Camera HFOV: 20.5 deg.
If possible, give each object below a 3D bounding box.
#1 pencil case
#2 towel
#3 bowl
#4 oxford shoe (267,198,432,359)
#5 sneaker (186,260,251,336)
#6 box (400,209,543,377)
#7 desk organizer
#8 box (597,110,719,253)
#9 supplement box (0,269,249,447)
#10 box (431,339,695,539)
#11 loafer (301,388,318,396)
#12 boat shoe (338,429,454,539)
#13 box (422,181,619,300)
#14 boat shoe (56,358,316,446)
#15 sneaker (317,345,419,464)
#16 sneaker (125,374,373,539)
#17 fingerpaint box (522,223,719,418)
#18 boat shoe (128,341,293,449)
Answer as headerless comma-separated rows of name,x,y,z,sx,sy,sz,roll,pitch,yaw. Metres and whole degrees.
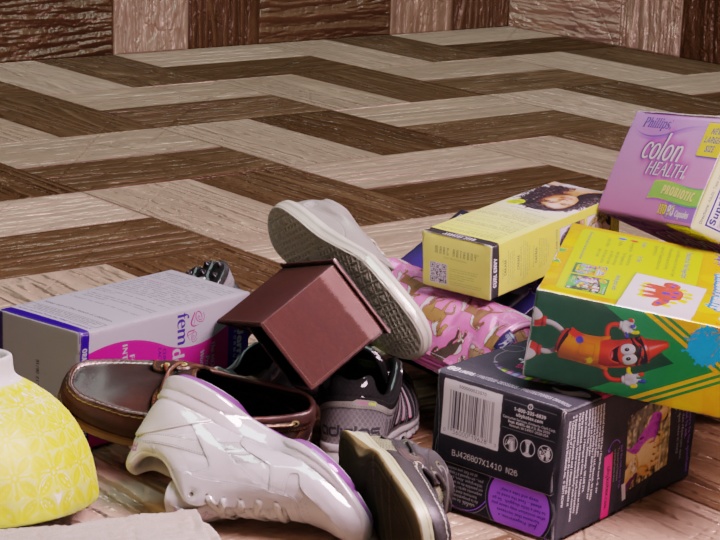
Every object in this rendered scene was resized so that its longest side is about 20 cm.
pencil case,0.072,0.052,1.668,0.086,0.083,0.200,20,4,-43
towel,-0.183,0.201,1.315,0.199,0.035,0.133,-3,14,-17
bowl,-0.290,0.114,1.439,0.199,0.108,0.200,-1,7,0
oxford shoe,0.000,0.000,1.657,0.058,0.075,0.200,-17,44,-35
sneaker,-0.172,0.051,1.846,0.200,0.091,0.067,-15,40,40
box,0.114,0.032,1.812,0.141,0.079,0.200,-37,31,-21
desk organizer,-0.050,0.043,1.598,0.077,0.072,0.200,-39,8,-11
box,0.333,-0.049,1.669,0.199,0.097,0.176,24,-1,-20
supplement box,-0.196,0.071,1.679,0.103,0.102,0.200,13,18,37
box,0.159,0.118,1.533,0.122,0.107,0.200,16,19,36
loafer,-0.033,0.062,1.793,0.071,0.073,0.200,0,15,-5
boat shoe,0.036,0.156,1.442,0.066,0.072,0.201,-7,12,-15
box,0.140,-0.028,1.704,0.075,0.050,0.200,13,23,36
boat shoe,-0.132,0.099,1.546,0.199,0.070,0.071,10,50,-10
sneaker,0.008,0.097,1.632,0.073,0.088,0.200,5,14,10
sneaker,-0.081,0.158,1.451,0.200,0.100,0.075,27,-19,25
fingerpaint box,0.221,0.037,1.506,0.166,0.074,0.200,12,17,9
boat shoe,-0.121,0.103,1.642,0.073,0.062,0.200,13,18,31
